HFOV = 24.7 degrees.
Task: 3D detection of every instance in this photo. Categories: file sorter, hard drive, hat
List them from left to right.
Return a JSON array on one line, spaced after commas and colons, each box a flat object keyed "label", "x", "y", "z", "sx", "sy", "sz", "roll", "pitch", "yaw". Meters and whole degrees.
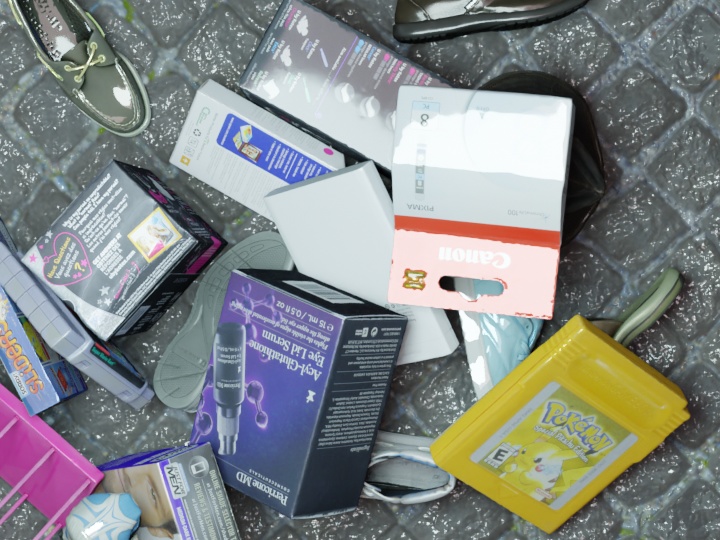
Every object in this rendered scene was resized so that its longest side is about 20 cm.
[{"label": "file sorter", "x": -0.377, "y": 0.199, "z": 1.592, "sx": 0.200, "sy": 0.139, "sz": 0.125, "roll": 41, "pitch": 54, "yaw": 1}, {"label": "hard drive", "x": 0.000, "y": 0.000, "z": 1.590, "sx": 0.132, "sy": 0.027, "sz": 0.201, "roll": -14, "pitch": 109, "yaw": 40}, {"label": "hat", "x": 0.179, "y": -0.094, "z": 1.564, "sx": 0.200, "sy": 0.081, "sz": 0.202, "roll": -8, "pitch": 105, "yaw": -34}]

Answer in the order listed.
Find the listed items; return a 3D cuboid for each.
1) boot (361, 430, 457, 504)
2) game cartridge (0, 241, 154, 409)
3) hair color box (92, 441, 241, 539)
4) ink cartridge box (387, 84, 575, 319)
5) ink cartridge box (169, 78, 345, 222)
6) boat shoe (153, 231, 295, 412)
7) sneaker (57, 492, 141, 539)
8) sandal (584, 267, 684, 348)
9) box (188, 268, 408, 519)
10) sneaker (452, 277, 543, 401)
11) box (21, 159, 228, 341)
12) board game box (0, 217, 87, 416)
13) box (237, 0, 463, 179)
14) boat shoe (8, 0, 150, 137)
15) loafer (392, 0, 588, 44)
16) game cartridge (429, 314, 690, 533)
[{"label": "boot", "x": -0.001, "y": 0.188, "z": 1.617, "sx": 0.199, "sy": 0.096, "sz": 0.074, "roll": 1, "pitch": 91, "yaw": 3}, {"label": "game cartridge", "x": -0.271, "y": 0.056, "z": 1.559, "sx": 0.038, "sy": 0.200, "sz": 0.130, "roll": -46, "pitch": 64, "yaw": -4}, {"label": "hair color box", "x": -0.197, "y": 0.232, "z": 1.580, "sx": 0.065, "sy": 0.200, "sz": 0.110, "roll": -18, "pitch": 90, "yaw": -35}, {"label": "ink cartridge box", "x": 0.106, "y": -0.063, "z": 1.495, "sx": 0.159, "sy": 0.047, "sz": 0.201, "roll": 6, "pitch": 89, "yaw": 12}, {"label": "ink cartridge box", "x": -0.085, "y": -0.100, "z": 1.623, "sx": 0.199, "sy": 0.037, "sz": 0.095, "roll": 31, "pitch": 128, "yaw": 3}, {"label": "boat shoe", "x": -0.130, "y": 0.052, "z": 1.644, "sx": 0.074, "sy": 0.065, "sz": 0.202, "roll": 30, "pitch": 87, "yaw": 21}, {"label": "sneaker", "x": -0.241, "y": 0.252, "z": 1.546, "sx": 0.072, "sy": 0.200, "sz": 0.072, "roll": -25, "pitch": 81, "yaw": -19}, {"label": "sandal", "x": 0.232, "y": 0.063, "z": 1.614, "sx": 0.201, "sy": 0.080, "sz": 0.057, "roll": -45, "pitch": 94, "yaw": -6}, {"label": "box", "x": -0.062, "y": 0.114, "z": 1.554, "sx": 0.148, "sy": 0.104, "sz": 0.201, "roll": 20, "pitch": 101, "yaw": 35}, {"label": "sneaker", "x": 0.145, "y": 0.076, "z": 1.619, "sx": 0.082, "sy": 0.074, "sz": 0.201, "roll": -12, "pitch": 92, "yaw": 6}, {"label": "box", "x": -0.223, "y": -0.019, "z": 1.571, "sx": 0.115, "sy": 0.200, "sz": 0.132, "roll": 43, "pitch": 93, "yaw": 3}, {"label": "board game box", "x": -0.339, "y": 0.041, "z": 1.612, "sx": 0.034, "sy": 0.135, "sz": 0.201, "roll": -27, "pitch": 89, "yaw": 2}, {"label": "box", "x": -0.006, "y": -0.169, "z": 1.595, "sx": 0.199, "sy": 0.122, "sz": 0.106, "roll": 29, "pitch": 91, "yaw": 2}, {"label": "boat shoe", "x": -0.284, "y": -0.218, "z": 1.639, "sx": 0.072, "sy": 0.060, "sz": 0.202, "roll": -37, "pitch": 89, "yaw": 3}, {"label": "loafer", "x": 0.126, "y": -0.270, "z": 1.610, "sx": 0.199, "sy": 0.073, "sz": 0.072, "roll": -8, "pitch": 93, "yaw": 3}, {"label": "game cartridge", "x": 0.194, "y": 0.152, "z": 1.569, "sx": 0.176, "sy": 0.033, "sz": 0.200, "roll": 33, "pitch": 115, "yaw": -31}]
